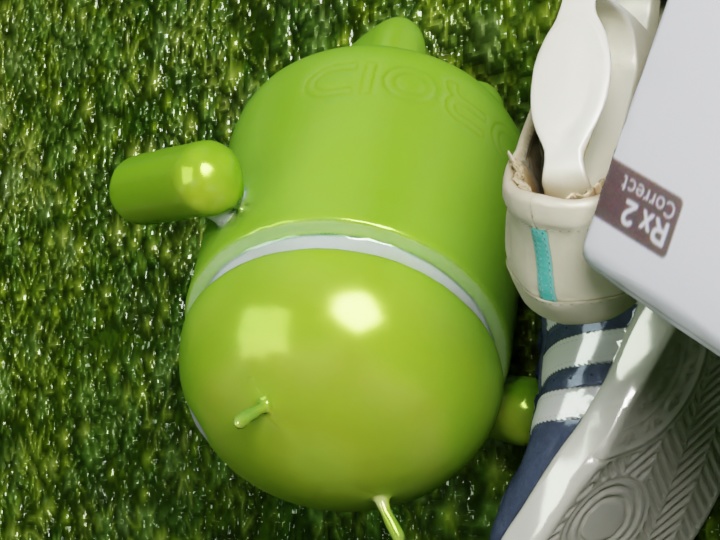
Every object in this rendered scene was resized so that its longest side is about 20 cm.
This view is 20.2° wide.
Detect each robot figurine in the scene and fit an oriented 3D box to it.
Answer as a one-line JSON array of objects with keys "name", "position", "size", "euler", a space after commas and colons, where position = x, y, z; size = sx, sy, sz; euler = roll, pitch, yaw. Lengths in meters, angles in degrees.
[{"name": "robot figurine", "position": [0.000, 0.000, 0.727], "size": [0.116, 0.175, 0.200], "euler": [-34, 31, 36]}]

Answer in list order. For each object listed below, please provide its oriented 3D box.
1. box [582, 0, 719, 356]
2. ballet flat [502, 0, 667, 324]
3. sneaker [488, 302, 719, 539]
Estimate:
[{"name": "box", "position": [0.186, -0.047, 0.493], "size": [0.199, 0.130, 0.201], "euler": [38, 116, 49]}, {"name": "ballet flat", "position": [0.086, -0.077, 0.624], "size": [0.069, 0.069, 0.200], "euler": [-28, 35, 49]}, {"name": "sneaker", "position": [0.084, 0.027, 0.680], "size": [0.084, 0.075, 0.200], "euler": [40, 108, 47]}]
